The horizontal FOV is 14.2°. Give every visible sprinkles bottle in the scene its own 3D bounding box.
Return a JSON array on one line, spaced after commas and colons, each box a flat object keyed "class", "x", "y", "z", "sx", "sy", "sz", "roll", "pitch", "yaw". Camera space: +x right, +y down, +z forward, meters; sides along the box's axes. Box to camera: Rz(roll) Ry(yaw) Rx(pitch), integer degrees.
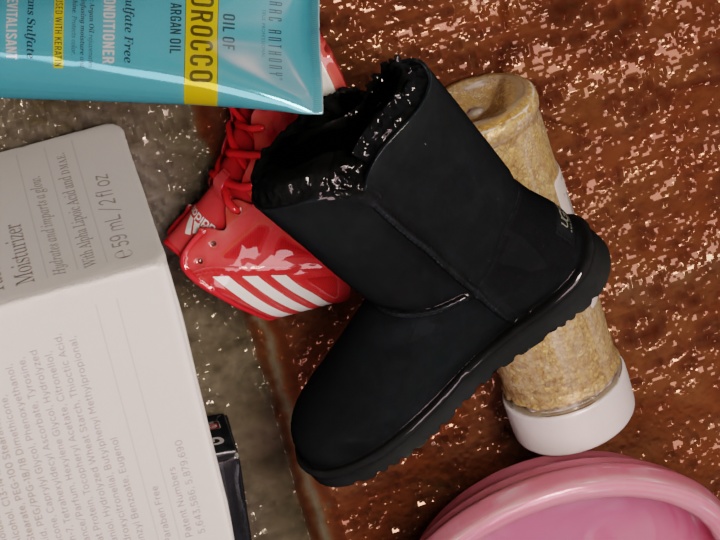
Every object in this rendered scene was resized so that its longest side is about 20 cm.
[{"class": "sprinkles bottle", "x": 0.085, "y": -0.002, "z": 1.494, "sx": 0.068, "sy": 0.068, "sz": 0.201, "roll": -21, "pitch": 119, "yaw": -2}]

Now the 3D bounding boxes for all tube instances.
[{"class": "tube", "x": -0.117, "y": -0.108, "z": 1.355, "sx": 0.199, "sy": 0.050, "sz": 0.078, "roll": -1, "pitch": 79, "yaw": 1}]

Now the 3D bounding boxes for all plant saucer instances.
[{"class": "plant saucer", "x": 0.106, "y": 0.166, "z": 1.569, "sx": 0.199, "sy": 0.051, "sz": 0.201, "roll": -10, "pitch": 136, "yaw": -10}]

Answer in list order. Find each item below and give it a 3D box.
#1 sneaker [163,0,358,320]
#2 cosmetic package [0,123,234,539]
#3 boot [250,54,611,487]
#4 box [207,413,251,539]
[{"class": "sneaker", "x": -0.054, "y": -0.054, "z": 1.430, "sx": 0.115, "sy": 0.078, "sz": 0.201, "roll": -25, "pitch": 118, "yaw": -1}, {"class": "cosmetic package", "x": -0.183, "y": 0.055, "z": 1.405, "sx": 0.199, "sy": 0.165, "sz": 0.166, "roll": -15, "pitch": 119, "yaw": -7}, {"class": "boot", "x": 0.000, "y": 0.000, "z": 1.401, "sx": 0.200, "sy": 0.077, "sz": 0.168, "roll": -38, "pitch": 126, "yaw": 20}, {"class": "box", "x": -0.132, "y": 0.184, "z": 1.549, "sx": 0.158, "sy": 0.046, "sz": 0.201, "roll": -10, "pitch": 118, "yaw": -7}]
